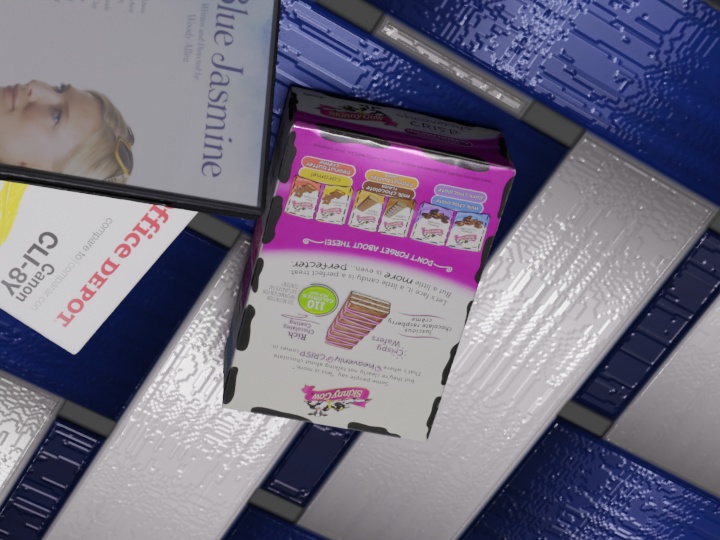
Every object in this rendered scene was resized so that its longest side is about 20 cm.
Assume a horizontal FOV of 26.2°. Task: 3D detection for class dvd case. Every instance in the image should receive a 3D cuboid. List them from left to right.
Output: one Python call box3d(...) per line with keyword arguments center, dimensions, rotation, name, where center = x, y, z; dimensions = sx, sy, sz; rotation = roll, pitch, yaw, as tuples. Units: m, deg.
box3d(center=(-0.138, -0.111, 0.825), dimensions=(0.200, 0.018, 0.143), rotation=(8, 80, -27), name="dvd case")

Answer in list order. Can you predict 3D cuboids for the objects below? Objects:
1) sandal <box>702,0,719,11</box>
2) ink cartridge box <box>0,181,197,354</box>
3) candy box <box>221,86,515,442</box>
box3d(center=(0.200, -0.177, 0.852), dimensions=(0.200, 0.075, 0.048), rotation=(29, 118, -17), name="sandal")
box3d(center=(-0.198, -0.069, 0.884), dimensions=(0.200, 0.083, 0.145), rotation=(36, 110, -20), name="ink cartridge box")
box3d(center=(0.000, 0.000, 0.947), dimensions=(0.136, 0.061, 0.200), rotation=(11, 117, -10), name="candy box")
